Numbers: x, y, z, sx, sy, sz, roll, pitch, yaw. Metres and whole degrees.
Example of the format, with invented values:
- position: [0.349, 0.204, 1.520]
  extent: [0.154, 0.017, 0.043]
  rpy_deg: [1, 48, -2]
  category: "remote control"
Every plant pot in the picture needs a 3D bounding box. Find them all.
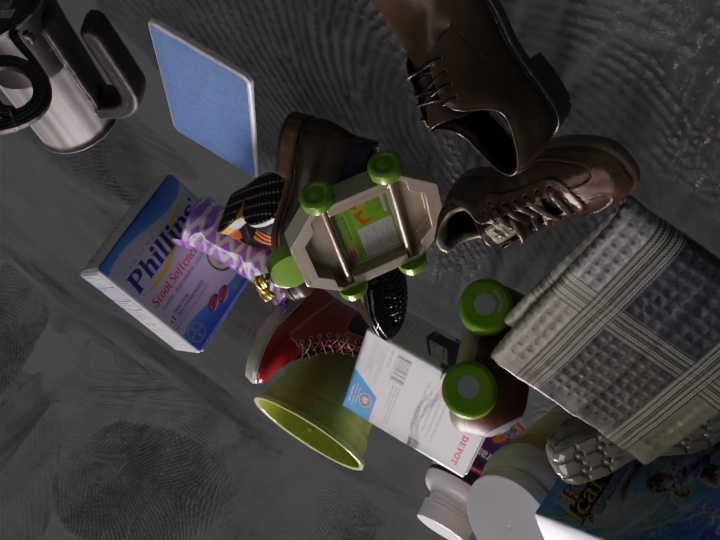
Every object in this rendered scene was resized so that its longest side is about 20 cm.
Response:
- position: [-0.037, 0.178, 1.197]
  extent: [0.198, 0.186, 0.201]
  rpy_deg: [28, 159, 12]
  category: "plant pot"

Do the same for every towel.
- position: [0.236, 0.059, 0.652]
  extent: [0.191, 0.035, 0.201]
  rpy_deg: [34, 125, -4]
  category: "towel"

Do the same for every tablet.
- position: [-0.168, -0.186, 0.849]
  extent: [0.129, 0.014, 0.201]
  rpy_deg: [31, 158, 8]
  category: "tablet"

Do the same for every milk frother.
- position: [-0.363, -0.196, 0.852]
  extent: [0.177, 0.202, 0.189]
  rpy_deg: [19, 156, 21]
  category: "milk frother"

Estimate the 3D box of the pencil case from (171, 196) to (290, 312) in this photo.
- position: [-0.163, -0.025, 1.084]
  extent: [0.198, 0.086, 0.084]
  rpy_deg: [32, 172, 8]
  category: "pencil case"

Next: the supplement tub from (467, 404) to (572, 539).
- position: [0.234, 0.257, 0.910]
  extent: [0.143, 0.198, 0.148]
  rpy_deg: [21, 121, 40]
  category: "supplement tub"

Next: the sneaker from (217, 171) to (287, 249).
- position: [-0.107, -0.067, 0.959]
  extent: [0.089, 0.071, 0.199]
  rpy_deg: [26, 164, -27]
  category: "sneaker"

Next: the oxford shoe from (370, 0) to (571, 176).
- position: [0.060, -0.144, 0.516]
  extent: [0.199, 0.085, 0.072]
  rpy_deg: [41, 159, -15]
  category: "oxford shoe"

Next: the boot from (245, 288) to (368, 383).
- position: [-0.064, 0.108, 1.088]
  extent: [0.142, 0.200, 0.073]
  rpy_deg: [27, 134, 12]
  category: "boot"

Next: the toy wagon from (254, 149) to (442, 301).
- position: [-0.015, -0.032, 0.737]
  extent: [0.156, 0.196, 0.040]
  rpy_deg: [68, 179, -53]
  category: "toy wagon"

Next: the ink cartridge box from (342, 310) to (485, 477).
- position: [0.091, 0.161, 1.037]
  extent: [0.197, 0.084, 0.147]
  rpy_deg: [28, 124, 14]
  category: "ink cartridge box"

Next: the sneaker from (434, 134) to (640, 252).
- position: [0.136, -0.049, 0.619]
  extent: [0.070, 0.076, 0.199]
  rpy_deg: [41, 158, -20]
  category: "sneaker"

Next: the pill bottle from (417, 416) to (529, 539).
- position: [0.165, 0.296, 1.137]
  extent: [0.110, 0.202, 0.112]
  rpy_deg: [27, 159, 12]
  category: "pill bottle"

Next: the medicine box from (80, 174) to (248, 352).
- position: [-0.285, -0.008, 1.158]
  extent: [0.200, 0.184, 0.102]
  rpy_deg: [43, 156, -27]
  category: "medicine box"

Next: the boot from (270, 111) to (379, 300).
- position: [-0.035, -0.052, 0.774]
  extent: [0.095, 0.075, 0.204]
  rpy_deg: [14, 119, 21]
  category: "boot"

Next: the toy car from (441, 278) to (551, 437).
- position: [0.197, 0.106, 0.786]
  extent: [0.196, 0.161, 0.164]
  rpy_deg: [11, 168, 16]
  category: "toy car"

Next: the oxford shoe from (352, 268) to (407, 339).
- position: [0.000, 0.000, 0.915]
  extent: [0.083, 0.073, 0.202]
  rpy_deg: [15, 141, 43]
  category: "oxford shoe"

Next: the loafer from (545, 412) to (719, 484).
- position: [0.279, 0.151, 0.756]
  extent: [0.070, 0.196, 0.071]
  rpy_deg: [-83, -25, -74]
  category: "loafer"

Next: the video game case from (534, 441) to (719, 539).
- position: [0.302, 0.210, 0.762]
  extent: [0.179, 0.200, 0.046]
  rpy_deg: [5, 131, 49]
  category: "video game case"
